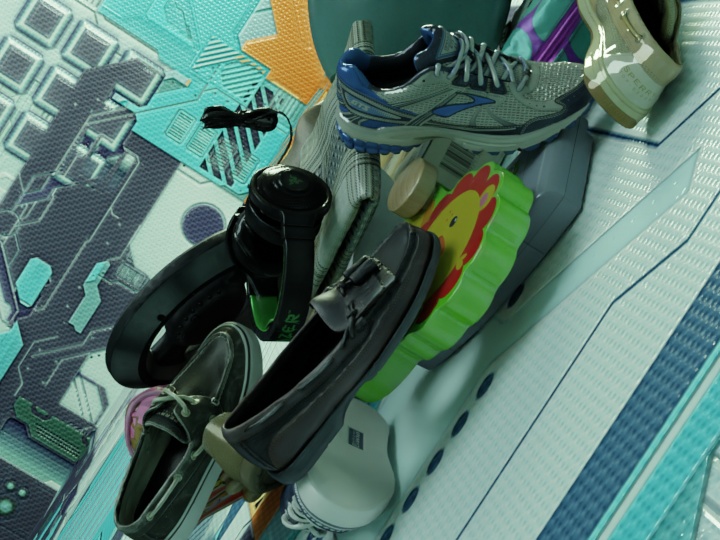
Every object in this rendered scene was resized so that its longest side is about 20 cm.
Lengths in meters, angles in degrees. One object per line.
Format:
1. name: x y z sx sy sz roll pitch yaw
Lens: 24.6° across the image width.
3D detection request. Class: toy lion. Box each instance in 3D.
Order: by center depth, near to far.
1. toy lion: 0.046 0.010 1.176 0.200 0.069 0.192 -57 18 8

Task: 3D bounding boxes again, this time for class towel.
1. towel: -0.025 -0.078 1.370 0.200 0.034 0.193 115 158 -52

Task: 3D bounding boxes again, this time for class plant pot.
1. plant pot: 0.043 -0.240 1.487 0.201 0.200 0.161 160 118 -74

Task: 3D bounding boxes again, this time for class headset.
1. headset: -0.080 -0.041 1.317 0.124 0.094 0.200 126 144 -59

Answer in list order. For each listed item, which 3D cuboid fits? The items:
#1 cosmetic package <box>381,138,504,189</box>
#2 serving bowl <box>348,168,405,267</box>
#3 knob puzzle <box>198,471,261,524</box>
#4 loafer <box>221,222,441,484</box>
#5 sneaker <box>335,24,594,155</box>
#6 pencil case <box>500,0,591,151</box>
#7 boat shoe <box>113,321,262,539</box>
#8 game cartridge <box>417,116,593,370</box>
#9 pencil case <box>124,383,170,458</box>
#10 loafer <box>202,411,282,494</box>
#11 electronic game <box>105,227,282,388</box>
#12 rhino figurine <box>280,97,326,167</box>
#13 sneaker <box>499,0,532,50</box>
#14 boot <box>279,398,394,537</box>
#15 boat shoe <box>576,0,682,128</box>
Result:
1. cosmetic package: 0.055 -0.078 1.531 0.105 0.071 0.200 -62 11 -23
2. serving bowl: 0.000 0.000 1.433 0.200 0.066 0.200 -173 90 -75
3. knob puzzle: -0.102 0.178 1.439 0.220 0.030 0.220 -37 -14 -11
4. loafer: -0.020 0.049 1.115 0.200 0.063 0.072 -58 22 1
5. sneaker: 0.073 -0.137 1.214 0.077 0.200 0.085 -82 -18 -49
6. pencil case: 0.161 -0.182 1.304 0.200 0.085 0.092 -58 -6 3
7. boat shoe: -0.140 0.128 1.337 0.071 0.064 0.200 7 68 35
8. game cartridge: 0.100 -0.018 1.241 0.200 0.040 0.133 -50 16 36
9. pencil case: -0.130 0.138 1.487 0.083 0.087 0.200 -22 -8 22
10. loafer: -0.067 0.133 1.327 0.076 0.067 0.200 -58 -15 2
11. electronic game: -0.136 0.031 1.435 0.200 0.042 0.200 -34 -22 -16
12. rhino figurine: -0.027 -0.109 1.555 0.200 0.087 0.060 -61 12 -9
13. sneaker: 0.174 -0.257 1.510 0.200 0.075 0.115 -62 9 -20
14. boot: -0.023 0.166 1.205 0.090 0.073 0.200 -62 0 15
15. boat shoe: 0.198 -0.176 1.163 0.065 0.072 0.200 -41 19 30
